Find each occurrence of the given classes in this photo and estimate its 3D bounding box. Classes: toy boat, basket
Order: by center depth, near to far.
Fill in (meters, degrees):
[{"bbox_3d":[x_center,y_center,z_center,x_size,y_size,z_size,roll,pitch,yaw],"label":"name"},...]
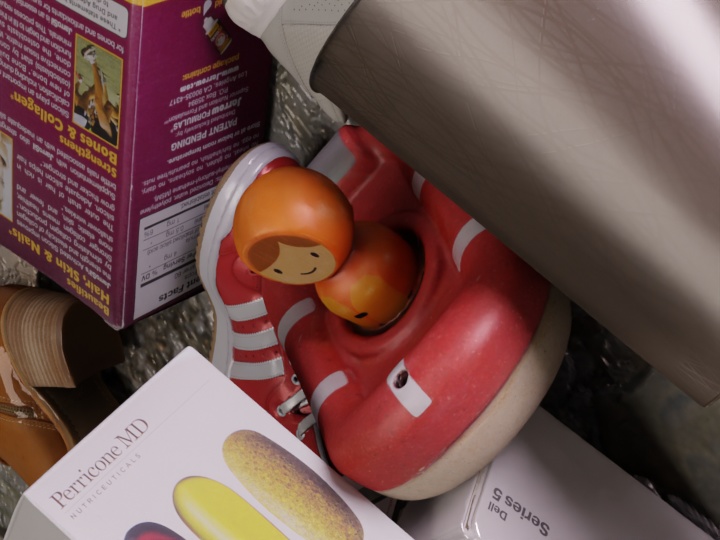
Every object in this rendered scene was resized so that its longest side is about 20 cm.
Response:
[{"bbox_3d":[0.109,-0.060,0.747,0.180,0.136,0.200,-45,82,19],"label":"basket"},{"bbox_3d":[0.000,0.000,0.832,0.131,0.130,0.200,-48,38,17],"label":"toy boat"}]

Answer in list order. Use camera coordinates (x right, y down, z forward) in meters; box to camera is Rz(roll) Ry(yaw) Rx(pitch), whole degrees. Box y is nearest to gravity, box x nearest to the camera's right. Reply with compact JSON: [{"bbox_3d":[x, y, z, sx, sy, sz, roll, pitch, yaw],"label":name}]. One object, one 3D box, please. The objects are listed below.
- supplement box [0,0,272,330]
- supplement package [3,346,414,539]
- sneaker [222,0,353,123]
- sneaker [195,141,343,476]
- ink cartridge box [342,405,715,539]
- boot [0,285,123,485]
[{"bbox_3d":[-0.123,-0.095,0.984,0.131,0.103,0.201,31,129,31],"label":"supplement box"},{"bbox_3d":[-0.046,0.152,0.810,0.200,0.114,0.110,39,139,8],"label":"supplement package"},{"bbox_3d":[0.020,-0.137,0.851,0.092,0.076,0.200,52,146,1],"label":"sneaker"},{"bbox_3d":[-0.025,0.038,0.976,0.112,0.071,0.201,36,139,33],"label":"sneaker"},{"bbox_3d":[0.054,0.155,0.905,0.145,0.084,0.200,37,141,-17],"label":"ink cartridge box"},{"bbox_3d":[-0.196,0.107,1.179,0.154,0.073,0.202,-2,97,45],"label":"boot"}]
